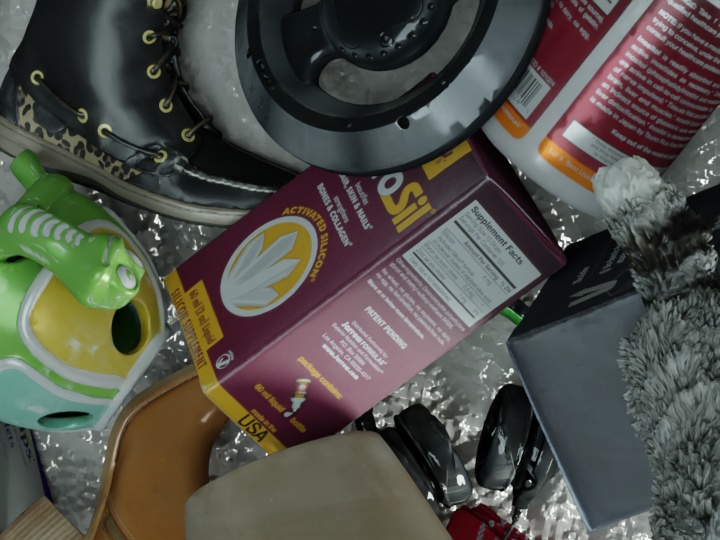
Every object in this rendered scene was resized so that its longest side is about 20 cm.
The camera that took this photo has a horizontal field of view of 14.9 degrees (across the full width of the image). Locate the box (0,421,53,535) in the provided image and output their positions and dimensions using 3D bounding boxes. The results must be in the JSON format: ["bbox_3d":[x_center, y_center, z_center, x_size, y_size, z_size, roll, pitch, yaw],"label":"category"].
[{"bbox_3d":[-0.300,0.152,1.689,0.199,0.105,0.185,-12,101,17],"label":"box"}]

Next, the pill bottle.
[{"bbox_3d":[0.160,-0.135,1.487,0.113,0.113,0.200,39,111,2],"label":"pill bottle"}]

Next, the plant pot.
[{"bbox_3d":[-0.016,0.189,1.503,0.199,0.200,0.174,-25,77,19],"label":"plant pot"}]

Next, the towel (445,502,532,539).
[{"bbox_3d":[0.100,0.245,1.599,0.200,0.022,0.145,37,109,35],"label":"towel"}]

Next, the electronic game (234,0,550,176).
[{"bbox_3d":[0.016,-0.148,1.516,0.199,0.042,0.201,-11,69,29],"label":"electronic game"}]

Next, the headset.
[{"bbox_3d":[0.066,0.106,1.571,0.123,0.094,0.201,-11,88,-8],"label":"headset"}]

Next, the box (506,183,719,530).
[{"bbox_3d":[0.203,0.027,1.474,0.199,0.197,0.118,-21,99,19],"label":"box"}]

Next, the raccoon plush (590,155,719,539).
[{"bbox_3d":[0.148,0.057,1.319,0.097,0.134,0.200,-37,95,22],"label":"raccoon plush"}]

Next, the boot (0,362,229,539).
[{"bbox_3d":[-0.099,0.155,1.602,0.155,0.077,0.200,41,71,20],"label":"boot"}]

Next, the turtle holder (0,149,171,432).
[{"bbox_3d":[-0.171,0.013,1.563,0.132,0.141,0.186,36,126,-1],"label":"turtle holder"}]

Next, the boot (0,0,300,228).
[{"bbox_3d":[-0.113,-0.116,1.589,0.199,0.073,0.151,19,108,15],"label":"boot"}]

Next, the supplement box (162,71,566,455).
[{"bbox_3d":[0.000,0.000,1.536,0.200,0.111,0.086,-37,129,10],"label":"supplement box"}]
